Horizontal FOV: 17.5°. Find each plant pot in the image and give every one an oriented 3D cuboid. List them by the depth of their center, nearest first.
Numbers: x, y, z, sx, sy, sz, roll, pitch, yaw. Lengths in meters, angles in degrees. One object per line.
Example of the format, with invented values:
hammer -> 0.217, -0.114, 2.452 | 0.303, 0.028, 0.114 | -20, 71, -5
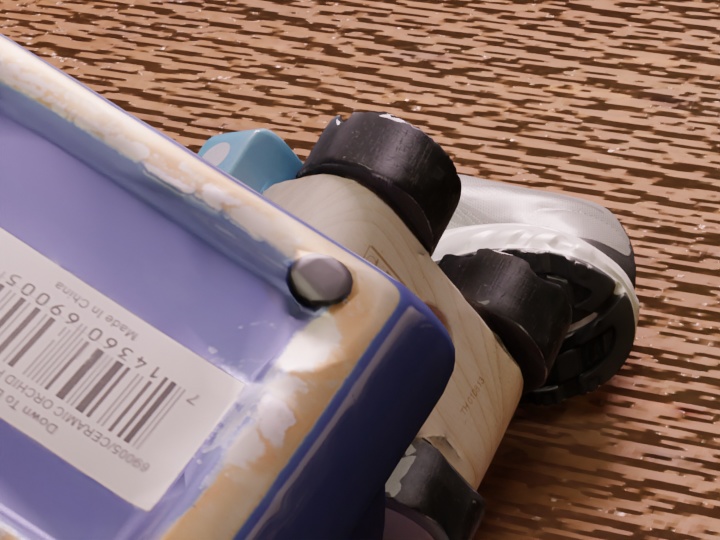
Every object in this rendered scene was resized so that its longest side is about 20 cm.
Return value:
plant pot -> -0.100, 0.066, 0.585 | 0.199, 0.180, 0.200 | 32, 44, 6

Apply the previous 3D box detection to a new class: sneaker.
sneaker -> 0.000, 0.000, 0.815 | 0.199, 0.074, 0.079 | 6, 28, 11

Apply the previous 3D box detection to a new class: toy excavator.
toy excavator -> -0.065, 0.009, 0.737 | 0.199, 0.195, 0.100 | -8, 44, 42
